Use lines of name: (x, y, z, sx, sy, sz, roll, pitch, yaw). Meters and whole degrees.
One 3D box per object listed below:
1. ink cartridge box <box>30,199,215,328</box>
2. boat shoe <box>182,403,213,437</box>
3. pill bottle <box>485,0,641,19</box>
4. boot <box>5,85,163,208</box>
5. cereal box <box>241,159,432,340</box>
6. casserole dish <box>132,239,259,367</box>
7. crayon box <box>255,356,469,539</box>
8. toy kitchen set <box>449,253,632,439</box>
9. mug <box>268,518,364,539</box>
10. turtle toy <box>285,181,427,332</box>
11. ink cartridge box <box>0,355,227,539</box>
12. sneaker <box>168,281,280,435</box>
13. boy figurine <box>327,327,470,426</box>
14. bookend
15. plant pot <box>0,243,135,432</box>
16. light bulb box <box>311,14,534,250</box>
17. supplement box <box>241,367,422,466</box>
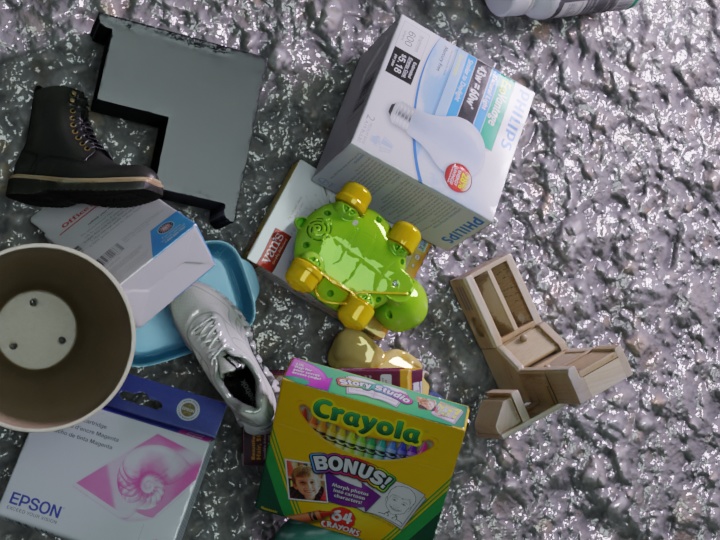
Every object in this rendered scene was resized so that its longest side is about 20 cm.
ink cartridge box: (-0.269, -0.032, 1.418, 0.116, 0.200, 0.067, -41, 135, -18)
boat shoe: (-0.241, 0.228, 1.439, 0.091, 0.071, 0.200, 26, 78, -16)
pill bottle: (0.266, -0.388, 1.650, 0.200, 0.113, 0.113, -10, 89, -21)
boot: (-0.301, -0.144, 1.397, 0.200, 0.077, 0.139, 3, 78, 24)
cereal box: (-0.028, -0.024, 1.553, 0.200, 0.040, 0.144, 31, 75, -15)
casserole dish: (-0.217, 0.039, 1.481, 0.200, 0.039, 0.121, -18, 92, -19)
crayon box: (0.000, 0.203, 1.371, 0.200, 0.058, 0.173, 15, 118, 4)
toy kitchen set: (0.182, 0.088, 1.533, 0.163, 0.200, 0.181, -27, 95, -20)
mug: (-0.041, 0.332, 1.459, 0.185, 0.152, 0.115, -12, 90, -21)
turtle toy: (0.000, 0.000, 1.485, 0.200, 0.101, 0.146, 37, 74, -13)
ink cartridge box: (-0.270, 0.206, 1.395, 0.196, 0.043, 0.200, 16, 70, 4)
sneaker: (-0.152, 0.090, 1.414, 0.075, 0.081, 0.200, -37, 74, 0)
boy figurine: (0.041, 0.150, 1.543, 0.200, 0.064, 0.124, 40, 42, -11)
bookend: (-0.229, -0.169, 1.465, 0.198, 0.092, 0.200, 12, 83, -17)
plant pot: (-0.343, 0.066, 1.343, 0.187, 0.200, 0.188, 0, 90, -16)
light bulb box: (0.078, -0.164, 1.541, 0.200, 0.125, 0.198, 27, 65, -15)
supplement box: (-0.031, 0.169, 1.464, 0.200, 0.086, 0.111, -2, 86, 13)
